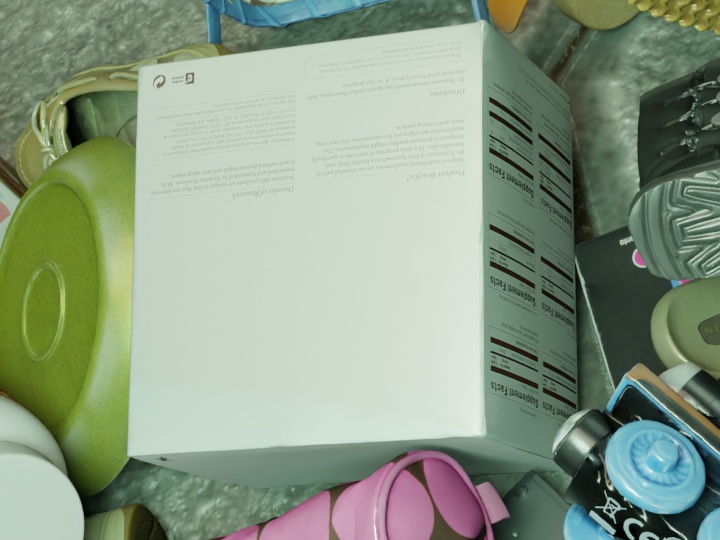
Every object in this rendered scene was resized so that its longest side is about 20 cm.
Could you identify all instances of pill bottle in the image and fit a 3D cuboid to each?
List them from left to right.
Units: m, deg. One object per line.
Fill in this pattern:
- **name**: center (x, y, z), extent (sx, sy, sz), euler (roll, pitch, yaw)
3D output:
- **pill bottle**: center (-0.220, 0.107, 1.095), extent (0.112, 0.112, 0.200), euler (-53, 32, -9)

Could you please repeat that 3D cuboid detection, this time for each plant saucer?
- **plant saucer**: center (-0.162, 0.024, 1.152), extent (0.200, 0.031, 0.201), euler (-15, 73, 56)

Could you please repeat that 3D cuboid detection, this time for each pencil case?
- **pencil case**: center (-0.024, 0.150, 1.022), extent (0.200, 0.094, 0.091), euler (-23, 97, 39)

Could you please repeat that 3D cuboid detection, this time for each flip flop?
- **flip flop**: center (0.233, 0.002, 1.009), extent (0.199, 0.058, 0.081), euler (-16, 56, -12)

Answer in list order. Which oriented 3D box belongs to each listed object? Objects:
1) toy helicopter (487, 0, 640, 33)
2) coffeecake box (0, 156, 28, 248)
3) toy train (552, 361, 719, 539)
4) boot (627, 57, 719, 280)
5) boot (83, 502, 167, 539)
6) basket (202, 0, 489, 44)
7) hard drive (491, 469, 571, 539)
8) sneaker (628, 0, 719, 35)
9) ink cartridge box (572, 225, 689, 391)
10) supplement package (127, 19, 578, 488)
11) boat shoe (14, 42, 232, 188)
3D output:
- **toy helicopter**: center (0.114, -0.207, 1.114), extent (0.132, 0.200, 0.079), euler (-39, 46, -11)
- **coffeecake box**: center (-0.300, -0.010, 1.229), extent (0.200, 0.154, 0.073), euler (-40, 55, 1)
- **toy train**: center (0.180, 0.120, 0.933), extent (0.200, 0.087, 0.114), euler (41, 51, 16)
- **boot**: center (0.214, -0.058, 1.018), extent (0.164, 0.200, 0.066), euler (-4, 106, 12)
- **boot**: center (-0.183, 0.224, 1.098), extent (0.154, 0.072, 0.201), euler (-10, 53, 19)
- **basket**: center (-0.011, -0.169, 1.194), extent (0.176, 0.139, 0.201), euler (-8, 75, 21)
- **hard drive**: center (0.060, 0.213, 1.015), extent (0.200, 0.033, 0.140), euler (-45, 55, -3)
- **sneaker**: center (0.206, -0.174, 1.094), extent (0.199, 0.075, 0.090), euler (19, 56, -11)
- **ink cartridge box**: center (0.176, 0.059, 1.045), extent (0.094, 0.037, 0.201), euler (-21, 59, 13)
- **supplement package**: center (0.000, 0.000, 1.062), extent (0.191, 0.147, 0.201), euler (-5, 77, 23)
- **boat shoe**: center (-0.147, -0.080, 1.208), extent (0.200, 0.063, 0.073), euler (-10, 100, 46)
